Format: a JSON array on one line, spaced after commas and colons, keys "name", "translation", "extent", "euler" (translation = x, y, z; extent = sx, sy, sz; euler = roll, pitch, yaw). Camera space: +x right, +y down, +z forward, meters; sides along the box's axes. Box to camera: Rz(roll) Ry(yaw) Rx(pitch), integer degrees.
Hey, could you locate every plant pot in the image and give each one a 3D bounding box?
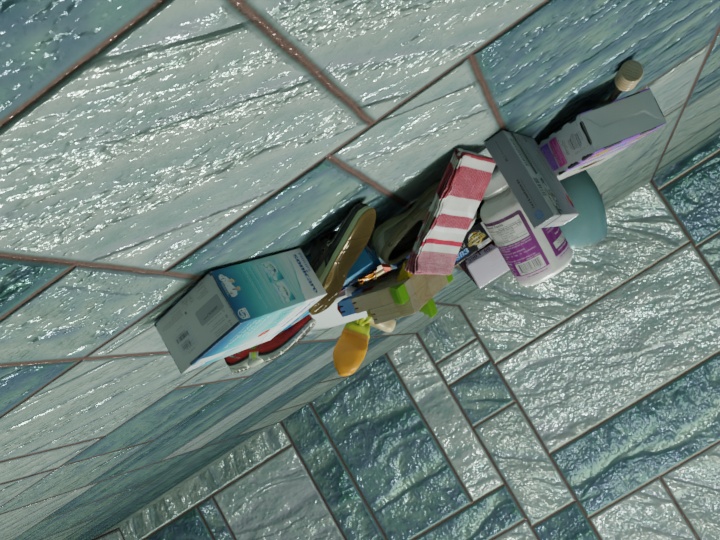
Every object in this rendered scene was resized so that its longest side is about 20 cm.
[{"name": "plant pot", "translation": [0.387, -0.141, 1.822], "extent": [0.197, 0.137, 0.201], "euler": [-3, -159, 1]}]

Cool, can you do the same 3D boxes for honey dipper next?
[{"name": "honey dipper", "translation": [0.435, -0.303, 1.556], "extent": [0.038, 0.038, 0.200], "euler": [-31, 172, 0]}]

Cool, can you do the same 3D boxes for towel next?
[{"name": "towel", "translation": [0.145, -0.085, 1.429], "extent": [0.143, 0.023, 0.202], "euler": [-1, 116, -59]}]

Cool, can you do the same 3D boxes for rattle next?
[{"name": "rattle", "translation": [-0.021, 0.114, 1.743], "extent": [0.129, 0.145, 0.199], "euler": [8, -179, -28]}]

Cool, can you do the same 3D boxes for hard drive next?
[{"name": "hard drive", "translation": [-0.066, 0.072, 1.599], "extent": [0.198, 0.027, 0.131], "euler": [-19, 158, 32]}]

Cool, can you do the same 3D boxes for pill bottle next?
[{"name": "pill bottle", "translation": [0.277, -0.084, 1.607], "extent": [0.111, 0.201, 0.112], "euler": [-30, -169, 6]}]

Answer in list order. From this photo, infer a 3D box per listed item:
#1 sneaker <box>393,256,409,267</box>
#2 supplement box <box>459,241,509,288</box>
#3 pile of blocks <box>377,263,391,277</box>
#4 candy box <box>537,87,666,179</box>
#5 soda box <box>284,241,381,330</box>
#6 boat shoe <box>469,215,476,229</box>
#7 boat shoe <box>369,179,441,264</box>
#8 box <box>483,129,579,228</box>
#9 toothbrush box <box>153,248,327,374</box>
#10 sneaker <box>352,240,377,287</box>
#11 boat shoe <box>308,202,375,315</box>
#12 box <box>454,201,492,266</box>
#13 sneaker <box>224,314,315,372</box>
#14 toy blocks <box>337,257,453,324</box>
[{"name": "sneaker", "translation": [0.087, -0.032, 1.642], "extent": [0.078, 0.090, 0.199], "euler": [-34, 170, 23]}, {"name": "supplement box", "translation": [0.254, -0.043, 1.931], "extent": [0.108, 0.061, 0.200], "euler": [-32, -161, 1]}, {"name": "pile of blocks", "translation": [0.039, 0.022, 1.781], "extent": [0.062, 0.083, 0.200], "euler": [-31, 169, -1]}, {"name": "candy box", "translation": [0.399, -0.225, 1.609], "extent": [0.166, 0.072, 0.200], "euler": [-22, 175, -25]}, {"name": "soda box", "translation": [-0.069, 0.015, 1.461], "extent": [0.199, 0.068, 0.064], "euler": [-34, 169, 13]}, {"name": "boat shoe", "translation": [0.152, -0.090, 1.605], "extent": [0.199, 0.075, 0.068], "euler": [-27, 168, -50]}, {"name": "boat shoe", "translation": [0.110, -0.079, 1.473], "extent": [0.199, 0.065, 0.073], "euler": [-33, 132, -5]}, {"name": "box", "translation": [0.280, -0.146, 1.490], "extent": [0.041, 0.157, 0.199], "euler": [-33, 171, 24]}, {"name": "toothbrush box", "translation": [-0.167, 0.054, 1.308], "extent": [0.146, 0.086, 0.199], "euler": [-38, 170, 32]}, {"name": "sneaker", "translation": [0.000, 0.000, 1.574], "extent": [0.078, 0.078, 0.200], "euler": [-27, 168, -13]}, {"name": "boat shoe", "translation": [-0.044, -0.024, 1.362], "extent": [0.073, 0.065, 0.201], "euler": [-19, 145, -54]}, {"name": "box", "translation": [0.199, -0.067, 1.774], "extent": [0.197, 0.050, 0.200], "euler": [-33, -172, 11]}, {"name": "sneaker", "translation": [-0.165, 0.108, 1.556], "extent": [0.198, 0.086, 0.077], "euler": [-25, -174, 30]}, {"name": "toy blocks", "translation": [0.050, 0.037, 1.489], "extent": [0.135, 0.101, 0.200], "euler": [-17, -171, 30]}]
